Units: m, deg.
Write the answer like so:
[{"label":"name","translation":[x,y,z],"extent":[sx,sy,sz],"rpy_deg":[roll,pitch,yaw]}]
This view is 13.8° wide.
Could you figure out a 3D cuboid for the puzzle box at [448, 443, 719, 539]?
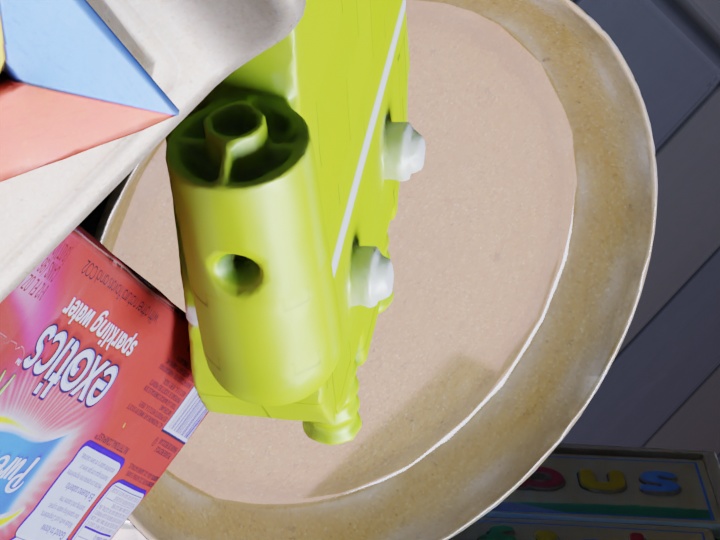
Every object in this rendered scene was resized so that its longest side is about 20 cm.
[{"label":"puzzle box","translation":[0.027,0.089,0.975],"extent":[0.133,0.199,0.026],"rpy_deg":[-95,-173,-72]}]

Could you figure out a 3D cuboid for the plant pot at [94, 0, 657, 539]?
[{"label":"plant pot","translation":[0.000,0.000,0.876],"extent":[0.199,0.027,0.201],"rpy_deg":[-17,124,-27]}]

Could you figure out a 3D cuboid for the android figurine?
[{"label":"android figurine","translation":[-0.012,-0.049,0.677],"extent":[0.182,0.041,0.201],"rpy_deg":[-75,165,-48]}]

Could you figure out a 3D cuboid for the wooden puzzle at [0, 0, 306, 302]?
[{"label":"wooden puzzle","translation":[-0.119,-0.027,0.467],"extent":[0.200,0.046,0.185],"rpy_deg":[-43,132,-3]}]

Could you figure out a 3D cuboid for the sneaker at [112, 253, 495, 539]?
[{"label":"sneaker","translation":[-0.026,0.020,0.938],"extent":[0.199,0.077,0.112],"rpy_deg":[-8,123,-36]}]

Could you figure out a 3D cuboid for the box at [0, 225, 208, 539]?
[{"label":"box","translation":[-0.109,0.016,0.647],"extent":[0.100,0.095,0.200],"rpy_deg":[-53,165,-3]}]
